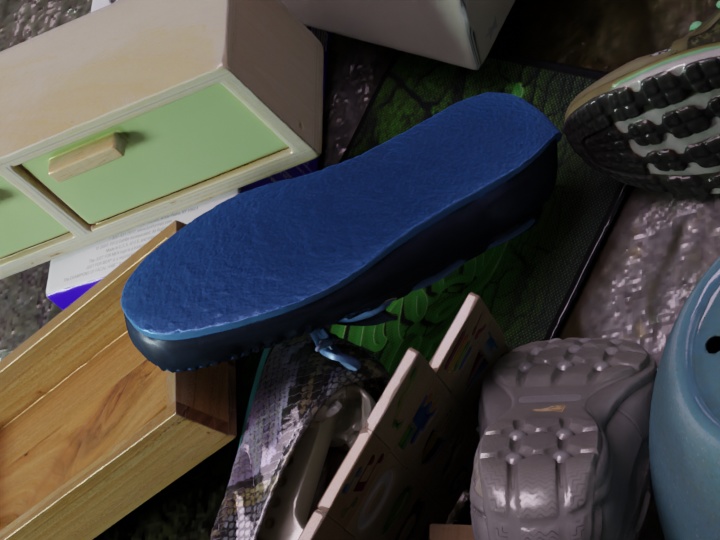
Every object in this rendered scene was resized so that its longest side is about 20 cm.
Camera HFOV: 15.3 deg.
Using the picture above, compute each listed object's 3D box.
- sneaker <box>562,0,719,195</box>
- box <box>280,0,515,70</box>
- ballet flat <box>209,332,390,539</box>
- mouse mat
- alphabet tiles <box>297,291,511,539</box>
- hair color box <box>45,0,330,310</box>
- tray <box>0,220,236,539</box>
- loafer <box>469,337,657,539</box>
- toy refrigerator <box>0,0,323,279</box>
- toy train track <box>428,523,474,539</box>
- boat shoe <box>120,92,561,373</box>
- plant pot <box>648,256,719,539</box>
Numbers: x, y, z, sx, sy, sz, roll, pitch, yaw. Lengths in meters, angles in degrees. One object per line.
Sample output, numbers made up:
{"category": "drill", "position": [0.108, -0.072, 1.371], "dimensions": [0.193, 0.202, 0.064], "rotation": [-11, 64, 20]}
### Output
{"category": "sneaker", "position": [0.175, -0.099, 1.099], "dimensions": [0.199, 0.077, 0.089], "rotation": [-24, 37, 16]}
{"category": "box", "position": [-0.028, -0.160, 1.198], "dimensions": [0.199, 0.082, 0.069], "rotation": [17, 62, 21]}
{"category": "ballet flat", "position": [-0.033, 0.119, 1.103], "dimensions": [0.072, 0.072, 0.201], "rotation": [5, 69, 38]}
{"category": "mouse mat", "position": [0.034, -0.009, 1.178], "dimensions": [0.161, 0.008, 0.201], "rotation": [15, 73, 41]}
{"category": "alphabet tiles", "position": [0.002, 0.107, 1.021], "dimensions": [0.006, 0.166, 0.201], "rotation": [28, 82, 17]}
{"category": "hair color box", "position": [-0.076, -0.071, 1.257], "dimensions": [0.109, 0.065, 0.201], "rotation": [-15, 55, 30]}
{"category": "tray", "position": [-0.127, 0.071, 1.184], "dimensions": [0.200, 0.037, 0.099], "rotation": [-35, 43, 37]}
{"category": "loafer", "position": [0.076, 0.076, 1.004], "dimensions": [0.070, 0.070, 0.200], "rotation": [0, 16, 14]}
{"category": "toy refrigerator", "position": [-0.119, -0.060, 1.184], "dimensions": [0.199, 0.076, 0.070], "rotation": [-19, 51, 26]}
{"category": "toy train track", "position": [0.033, 0.190, 0.968], "dimensions": [0.114, 0.033, 0.201], "rotation": [3, 60, 1]}
{"category": "boat shoe", "position": [0.000, 0.000, 1.101], "dimensions": [0.199, 0.069, 0.084], "rotation": [-21, 48, -13]}
{"category": "plant pot", "position": [0.180, 0.052, 0.942], "dimensions": [0.199, 0.135, 0.201], "rotation": [-19, 53, 27]}
